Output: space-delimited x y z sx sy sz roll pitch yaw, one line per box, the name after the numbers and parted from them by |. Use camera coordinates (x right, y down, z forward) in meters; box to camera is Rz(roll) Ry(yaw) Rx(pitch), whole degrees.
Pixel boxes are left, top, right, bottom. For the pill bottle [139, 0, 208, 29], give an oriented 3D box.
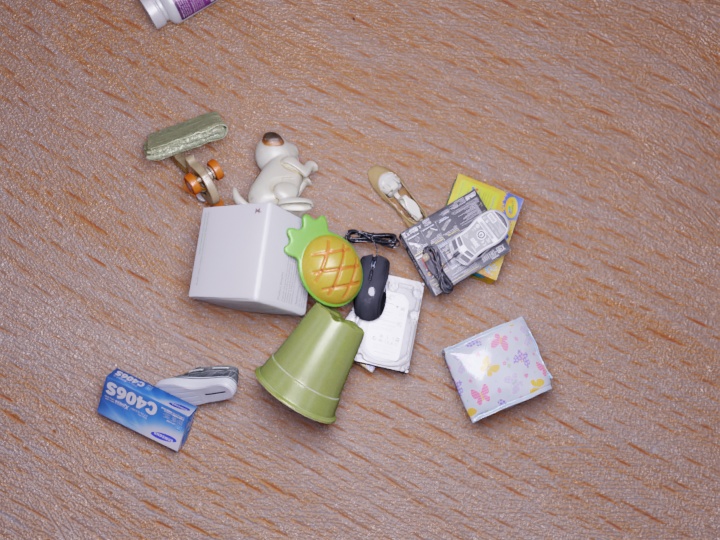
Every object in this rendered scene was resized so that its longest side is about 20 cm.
-0.436 -0.678 1.434 0.198 0.112 0.113 -35 82 -8 | pill bottle

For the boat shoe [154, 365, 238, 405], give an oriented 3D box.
-0.351 0.247 1.282 0.196 0.073 0.071 -5 34 14 | boat shoe

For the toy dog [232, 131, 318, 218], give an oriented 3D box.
-0.192 -0.211 1.347 0.189 0.140 0.204 -1 67 -6 | toy dog

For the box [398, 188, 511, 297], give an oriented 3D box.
0.207 -0.060 1.294 0.198 0.050 0.159 -31 83 -4 | box

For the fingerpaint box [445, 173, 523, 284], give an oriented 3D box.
0.264 -0.095 1.362 0.164 0.073 0.203 20 81 3 | fingerpaint box

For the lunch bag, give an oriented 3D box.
0.297 0.215 1.280 0.197 0.127 0.172 -24 78 4 | lunch bag

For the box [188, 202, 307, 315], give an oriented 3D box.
-0.226 -0.020 1.249 0.197 0.171 0.203 0 77 31 | box

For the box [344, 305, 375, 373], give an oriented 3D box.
0.031 0.114 1.333 0.118 0.042 0.202 33 82 5 | box

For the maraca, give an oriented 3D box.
-0.073 -0.019 1.213 0.137 0.106 0.201 -43 105 -24 | maraca

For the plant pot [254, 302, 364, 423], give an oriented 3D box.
-0.088 0.176 1.218 0.198 0.200 0.192 31 91 4 | plant pot

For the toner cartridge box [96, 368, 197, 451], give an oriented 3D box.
-0.458 0.298 1.261 0.197 0.043 0.096 24 109 3 | toner cartridge box

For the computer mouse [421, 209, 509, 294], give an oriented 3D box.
0.230 -0.049 1.247 0.198 0.044 0.111 -36 79 1 | computer mouse

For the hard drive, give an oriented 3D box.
0.058 0.113 1.297 0.137 0.038 0.204 13 78 1 | hard drive

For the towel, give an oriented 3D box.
-0.407 -0.310 1.360 0.197 0.149 0.037 -25 124 -10 | towel

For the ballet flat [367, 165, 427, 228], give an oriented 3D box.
0.093 -0.178 1.379 0.068 0.063 0.201 -40 83 -9 | ballet flat

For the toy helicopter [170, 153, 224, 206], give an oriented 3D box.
-0.382 -0.218 1.358 0.078 0.133 0.200 -36 58 -20 | toy helicopter

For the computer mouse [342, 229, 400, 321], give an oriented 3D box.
0.000 0.000 1.279 0.138 0.046 0.204 12 77 11 | computer mouse
